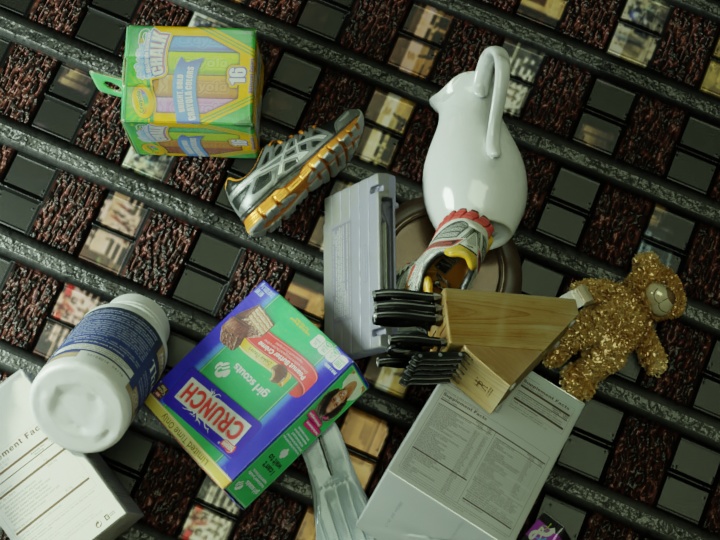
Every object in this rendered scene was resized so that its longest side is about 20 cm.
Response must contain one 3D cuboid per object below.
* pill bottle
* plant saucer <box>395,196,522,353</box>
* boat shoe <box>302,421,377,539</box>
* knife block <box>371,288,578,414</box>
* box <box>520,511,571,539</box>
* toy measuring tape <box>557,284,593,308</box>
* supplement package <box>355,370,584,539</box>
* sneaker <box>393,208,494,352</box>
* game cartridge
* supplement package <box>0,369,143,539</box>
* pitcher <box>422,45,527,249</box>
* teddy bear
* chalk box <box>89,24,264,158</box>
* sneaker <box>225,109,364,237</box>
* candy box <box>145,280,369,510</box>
[{"bbox_3d":[-0.278,0.105,1.432,0.110,0.200,0.112,4,115,8],"label":"pill bottle"},{"bbox_3d":[0.096,0.003,1.549,0.198,0.032,0.202,0,77,-1],"label":"plant saucer"},{"bbox_3d":[-0.020,0.262,1.474,0.071,0.062,0.201,-14,77,6],"label":"boat shoe"},{"bbox_3d":[0.110,0.055,1.377,0.175,0.064,0.200,42,55,12],"label":"knife block"},{"bbox_3d":[0.163,0.371,1.416,0.036,0.143,0.200,34,77,35],"label":"box"},{"bbox_3d":[0.191,0.081,1.493,0.200,0.073,0.074,-36,79,21],"label":"toy measuring tape"},{"bbox_3d":[0.118,0.211,1.410,0.150,0.152,0.200,31,55,6],"label":"supplement package"},{"bbox_3d":[0.075,0.021,1.449,0.077,0.201,0.082,28,37,-3],"label":"sneaker"},{"bbox_3d":[0.000,0.000,1.502,0.038,0.129,0.202,5,77,-27],"label":"game cartridge"},{"bbox_3d":[-0.354,0.229,1.448,0.120,0.121,0.200,-37,80,-8],"label":"supplement package"},{"bbox_3d":[0.137,-0.140,1.489,0.120,0.172,0.201,5,63,-12],"label":"pitcher"},{"bbox_3d":[0.299,0.066,1.519,0.199,0.067,0.146,-20,81,-4],"label":"teddy bear"},{"bbox_3d":[-0.219,-0.211,1.544,0.198,0.124,0.125,1,78,0],"label":"chalk box"},{"bbox_3d":[-0.078,-0.131,1.554,0.200,0.078,0.077,-41,72,-10],"label":"sneaker"},{"bbox_3d":[-0.120,0.138,1.464,0.200,0.077,0.169,-45,56,-9],"label":"candy box"}]
